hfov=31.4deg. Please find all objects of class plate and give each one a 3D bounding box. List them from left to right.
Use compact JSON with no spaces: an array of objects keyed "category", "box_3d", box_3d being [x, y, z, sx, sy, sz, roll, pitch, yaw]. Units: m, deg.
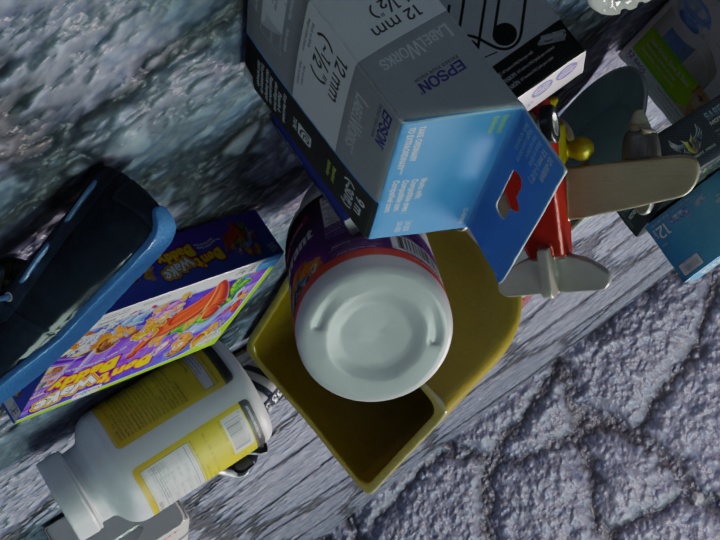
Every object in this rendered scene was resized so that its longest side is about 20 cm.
[{"category":"plate","box_3d":[0.212,-0.101,1.215,0.201,0.025,0.201,-53,-163,24]}]

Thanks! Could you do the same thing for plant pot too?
[{"category":"plant pot","box_3d":[0.044,0.057,1.254,0.199,0.196,0.194,-33,167,-37]}]

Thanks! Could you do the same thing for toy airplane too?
[{"category":"toy airplane","box_3d":[0.158,-0.076,1.094,0.200,0.199,0.141,-56,-176,38]}]

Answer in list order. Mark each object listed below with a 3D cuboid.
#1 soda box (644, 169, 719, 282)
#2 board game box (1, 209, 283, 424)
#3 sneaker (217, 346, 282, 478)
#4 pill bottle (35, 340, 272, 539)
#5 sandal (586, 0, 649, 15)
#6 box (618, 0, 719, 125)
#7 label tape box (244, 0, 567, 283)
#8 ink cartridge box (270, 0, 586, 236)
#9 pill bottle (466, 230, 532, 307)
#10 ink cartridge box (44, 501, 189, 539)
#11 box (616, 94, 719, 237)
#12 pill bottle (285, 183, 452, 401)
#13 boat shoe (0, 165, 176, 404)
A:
[{"category":"soda box","box_3d":[0.356,-0.074,1.142,0.200,0.064,0.068,-39,166,21]},{"category":"board game box","box_3d":[-0.168,0.032,0.965,0.199,0.045,0.135,-21,159,-44]},{"category":"sneaker","box_3d":[-0.103,0.137,1.304,0.199,0.109,0.070,-25,163,-36]},{"category":"pill bottle","box_3d":[-0.189,0.157,1.170,0.199,0.112,0.112,-31,165,-16]},{"category":"sandal","box_3d":[0.265,-0.272,1.013,0.201,0.050,0.083,-23,150,1]},{"category":"box","box_3d":[0.360,-0.233,1.200,0.101,0.113,0.200,-20,161,-45]},{"category":"label tape box","box_3d":[0.015,-0.086,0.706,0.066,0.201,0.143,-30,164,-18]},{"category":"ink cartridge box","box_3d":[0.047,-0.121,0.881,0.199,0.094,0.044,-36,165,-2]},{"category":"pill bottle","box_3d":[0.142,0.005,1.445,0.112,0.113,0.200,-29,163,-24]},{"category":"ink cartridge box","box_3d":[-0.281,0.316,1.506,0.146,0.083,0.200,-31,165,-19]},{"category":"box","box_3d":[0.334,-0.122,1.171,0.199,0.051,0.158,-32,168,-10]},{"category":"pill bottle","box_3d":[0.000,0.000,0.960,0.111,0.111,0.200,-39,-155,13]},{"category":"boat shoe","box_3d":[-0.202,0.016,0.809,0.200,0.069,0.084,-43,178,5]}]
